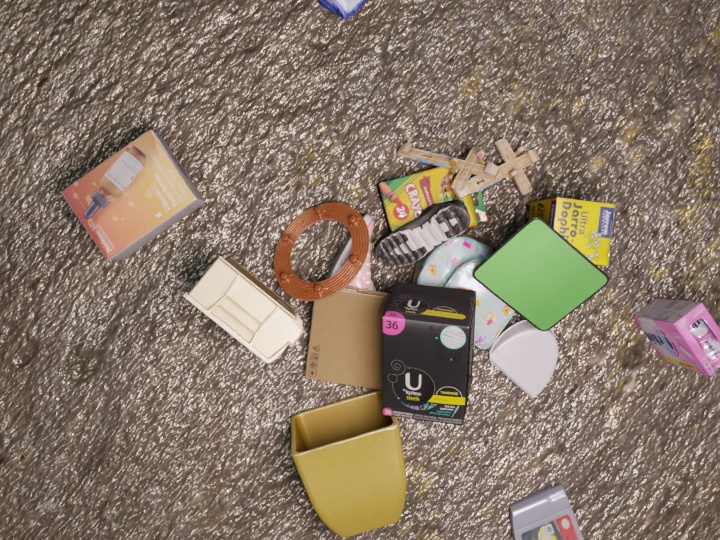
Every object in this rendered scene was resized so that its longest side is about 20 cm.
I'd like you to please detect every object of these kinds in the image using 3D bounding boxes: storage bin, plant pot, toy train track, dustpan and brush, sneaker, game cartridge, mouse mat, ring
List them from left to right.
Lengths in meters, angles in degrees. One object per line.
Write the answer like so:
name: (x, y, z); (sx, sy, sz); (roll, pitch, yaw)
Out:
storage bin: (-0.200, 0.069, 1.389); (0.198, 0.200, 0.094); (40, 87, -3)
ring: (-0.076, -0.039, 1.422); (0.198, 0.019, 0.203); (-12, 59, 20)
plant pot: (-0.009, 0.366, 1.419); (0.193, 0.194, 0.203); (-16, 101, -2)
sneaker: (0.000, 0.000, 1.461); (0.104, 0.075, 0.202); (27, 93, -6)
sneaker: (0.118, -0.073, 1.418); (0.199, 0.091, 0.067); (-28, 106, 24)
toy train track: (0.163, -0.212, 1.439); (0.198, 0.033, 0.115); (17, 56, 23)
toy train track: (0.264, -0.187, 1.451); (0.198, 0.033, 0.116); (-26, 85, -21)
mouse mat: (0.312, 0.011, 1.331); (0.199, 0.008, 0.161); (37, 117, -20)
dustpan and brush: (0.353, 0.130, 1.498); (0.139, 0.057, 0.200); (41, 96, -14)
game cartridge: (0.373, 0.539, 1.514); (0.132, 0.041, 0.202); (-22, 93, 2)

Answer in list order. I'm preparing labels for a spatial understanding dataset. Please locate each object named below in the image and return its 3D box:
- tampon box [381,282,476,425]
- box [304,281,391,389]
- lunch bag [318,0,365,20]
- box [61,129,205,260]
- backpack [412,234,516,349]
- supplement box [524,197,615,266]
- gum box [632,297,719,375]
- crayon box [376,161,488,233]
tampon box: (0.120, 0.144, 1.340); (0.148, 0.127, 0.203); (5, 118, 13)
box: (-0.016, 0.127, 1.448); (0.161, 0.021, 0.203); (8, 114, -1)
lunch bag: (-0.038, -0.587, 1.415); (0.200, 0.127, 0.170); (44, 89, 6)
box: (-0.415, -0.135, 1.418); (0.199, 0.106, 0.153); (-35, 93, -2)
backpack: (0.199, 0.031, 1.431); (0.199, 0.153, 0.177); (36, 100, 0)
supplement box: (0.376, -0.069, 1.414); (0.108, 0.200, 0.111); (6, 91, -3)
gum box: (0.601, 0.120, 1.430); (0.066, 0.200, 0.114); (-36, 92, -1)
crayon box: (0.142, -0.130, 1.475); (0.197, 0.051, 0.129); (-16, 92, -3)
